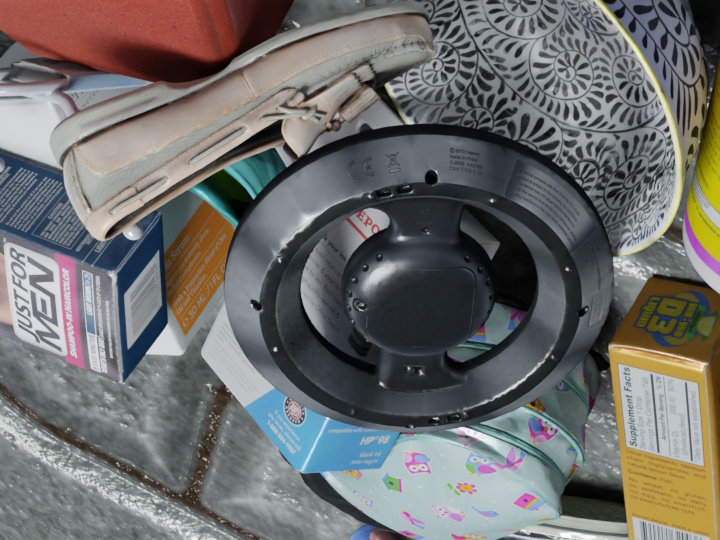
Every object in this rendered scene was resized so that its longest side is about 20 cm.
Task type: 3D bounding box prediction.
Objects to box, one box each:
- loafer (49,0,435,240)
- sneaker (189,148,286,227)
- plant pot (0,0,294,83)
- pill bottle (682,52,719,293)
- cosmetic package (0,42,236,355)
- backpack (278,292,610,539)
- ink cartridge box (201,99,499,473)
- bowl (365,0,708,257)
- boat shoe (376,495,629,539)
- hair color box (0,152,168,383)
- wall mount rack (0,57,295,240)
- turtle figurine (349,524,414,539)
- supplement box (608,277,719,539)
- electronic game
[{"bbox_3d":[-0.052,-0.072,1.086,0.200,0.063,0.072,-20,164,1],"label":"loafer"},{"bbox_3d":[-0.040,-0.033,1.313,0.200,0.080,0.078,31,140,1],"label":"sneaker"},{"bbox_3d":[-0.112,-0.202,1.114,0.200,0.200,0.176,14,149,21],"label":"plant pot"},{"bbox_3d":[0.224,-0.078,1.077,0.104,0.104,0.200,20,139,15],"label":"pill bottle"},{"bbox_3d":[-0.152,-0.054,1.349,0.071,0.101,0.200,0,131,33],"label":"cosmetic package"},{"bbox_3d":[0.057,0.093,1.313,0.167,0.127,0.200,26,151,-28],"label":"backpack"},{"bbox_3d":[0.000,0.000,1.216,0.116,0.067,0.200,48,121,38],"label":"ink cartridge box"},{"bbox_3d":[0.107,-0.113,1.110,0.201,0.094,0.201,34,148,25],"label":"bowl"},{"bbox_3d":[0.091,0.177,1.438,0.200,0.075,0.062,7,102,23],"label":"boat shoe"},{"bbox_3d":[-0.216,-0.016,1.304,0.200,0.061,0.100,21,139,17],"label":"hair color box"},{"bbox_3d":[-0.117,-0.075,1.187,0.174,0.200,0.075,20,114,51],"label":"wall mount rack"},{"bbox_3d":[0.074,0.274,1.504,0.194,0.200,0.144,-1,164,28],"label":"turtle figurine"},{"bbox_3d":[0.195,0.100,1.305,0.069,0.067,0.200,15,136,25],"label":"supplement box"},{"bbox_3d":[0.030,0.008,1.118,0.200,0.042,0.200,-1,130,-1],"label":"electronic game"}]
